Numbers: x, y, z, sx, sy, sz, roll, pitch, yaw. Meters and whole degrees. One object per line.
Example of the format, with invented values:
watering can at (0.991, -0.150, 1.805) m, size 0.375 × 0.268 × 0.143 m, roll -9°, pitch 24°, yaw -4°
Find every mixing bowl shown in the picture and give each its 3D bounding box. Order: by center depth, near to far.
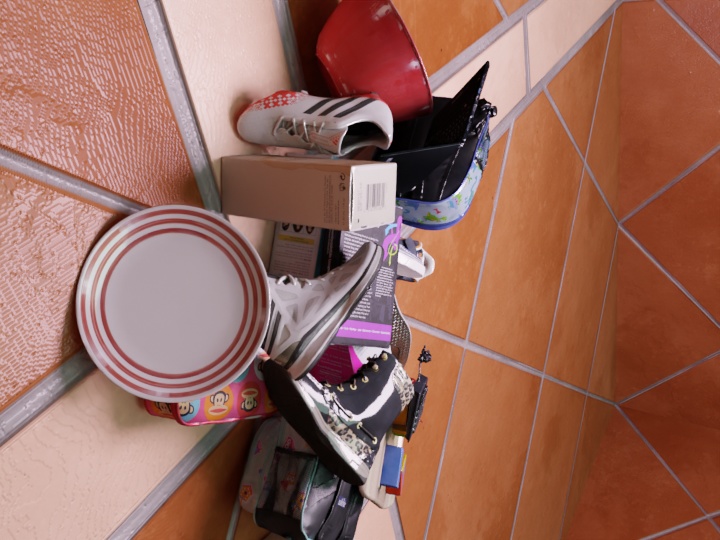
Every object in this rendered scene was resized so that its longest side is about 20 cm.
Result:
mixing bowl at (0.006, -0.278, 0.912) m, size 0.107 × 0.202 × 0.202 m, roll -30°, pitch 135°, yaw -1°

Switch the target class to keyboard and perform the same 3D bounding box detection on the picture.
keyboard at (0.092, 0.183, 1.021) m, size 0.200 × 0.020 × 0.131 m, roll 16°, pitch 80°, yaw -81°

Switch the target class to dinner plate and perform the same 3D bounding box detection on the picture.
dinner plate at (-0.192, 0.034, 0.697) m, size 0.195 × 0.024 × 0.206 m, roll 2°, pitch 83°, yaw -19°

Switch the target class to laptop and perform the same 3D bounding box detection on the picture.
laptop at (0.071, -0.184, 0.909) m, size 0.101 × 0.177 × 0.204 m, roll 24°, pitch 71°, yaw -13°

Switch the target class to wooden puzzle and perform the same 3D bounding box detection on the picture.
wooden puzzle at (0.050, 0.253, 0.991) m, size 0.201 × 0.045 × 0.190 m, roll 64°, pitch 34°, yaw -64°

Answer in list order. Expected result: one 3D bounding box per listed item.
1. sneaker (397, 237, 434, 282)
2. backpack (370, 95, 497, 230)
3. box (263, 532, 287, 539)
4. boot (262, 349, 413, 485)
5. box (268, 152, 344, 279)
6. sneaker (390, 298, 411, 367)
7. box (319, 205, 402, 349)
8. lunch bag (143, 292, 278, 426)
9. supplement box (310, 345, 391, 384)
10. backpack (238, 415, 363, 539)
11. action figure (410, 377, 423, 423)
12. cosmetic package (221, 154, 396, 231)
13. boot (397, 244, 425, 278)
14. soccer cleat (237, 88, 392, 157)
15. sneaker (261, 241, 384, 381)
sneaker at (0.059, -0.023, 1.132) m, size 0.198 × 0.078 × 0.081 m, roll 2°, pitch 97°, yaw -56°
backpack at (0.114, -0.167, 1.084) m, size 0.148 × 0.179 × 0.204 m, roll 66°, pitch 41°, yaw -59°
box at (-0.092, 0.422, 0.998) m, size 0.199 × 0.081 × 0.070 m, roll -24°, pitch 118°, yaw -52°
boot at (-0.023, 0.149, 0.851) m, size 0.154 × 0.073 × 0.205 m, roll -48°, pitch 111°, yaw -35°
box at (-0.072, -0.054, 0.909) m, size 0.049 × 0.081 × 0.206 m, roll 9°, pitch 91°, yaw -57°
sneaker at (0.028, 0.082, 1.094) m, size 0.072 × 0.084 × 0.204 m, roll -30°, pitch 123°, yaw -28°
box at (0.000, 0.000, 0.905) m, size 0.142 × 0.035 × 0.206 m, roll 13°, pitch 82°, yaw -53°
lunch bag at (-0.164, 0.088, 0.806) m, size 0.198 × 0.080 × 0.181 m, roll 10°, pitch 85°, yaw -57°
supplement box at (-0.023, 0.101, 1.008) m, size 0.101 × 0.101 × 0.204 m, roll -41°, pitch 132°, yaw -44°
backpack at (-0.066, 0.272, 0.932) m, size 0.176 × 0.150 × 0.204 m, roll 49°, pitch 56°, yaw -51°
action figure at (0.057, 0.210, 1.174) m, size 0.200 × 0.097 × 0.067 m, roll 46°, pitch 61°, yaw -55°
cosmetic package at (-0.064, -0.098, 0.802) m, size 0.103 × 0.196 × 0.075 m, roll -16°, pitch 113°, yaw -56°
boot at (0.032, -0.062, 1.037) m, size 0.197 × 0.072 × 0.092 m, roll 26°, pitch 72°, yaw -33°
soccer cleat at (-0.053, -0.177, 0.821) m, size 0.070 × 0.194 × 0.086 m, roll 97°, pitch -15°, yaw -48°
sneaker at (-0.057, 0.016, 0.785) m, size 0.202 × 0.115 × 0.076 m, roll -54°, pitch -176°, yaw -29°
